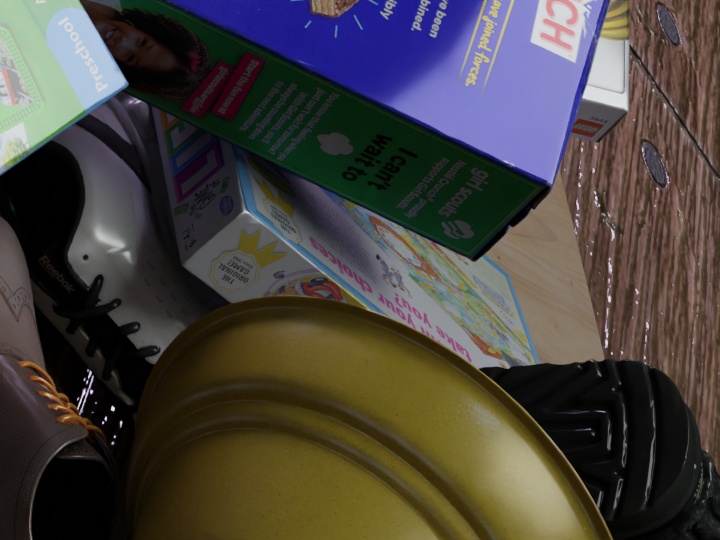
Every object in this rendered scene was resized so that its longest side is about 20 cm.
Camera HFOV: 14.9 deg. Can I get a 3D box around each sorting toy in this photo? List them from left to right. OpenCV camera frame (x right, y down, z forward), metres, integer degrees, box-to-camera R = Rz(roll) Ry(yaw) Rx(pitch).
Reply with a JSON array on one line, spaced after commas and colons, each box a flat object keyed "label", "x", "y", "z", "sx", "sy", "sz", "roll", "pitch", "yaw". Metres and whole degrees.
[{"label": "sorting toy", "x": 0.026, "y": -0.036, "z": 1.316, "sx": 0.200, "sy": 0.069, "sz": 0.200, "roll": 27, "pitch": 45, "yaw": -52}]

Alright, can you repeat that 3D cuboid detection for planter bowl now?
[{"label": "planter bowl", "x": -0.016, "y": 0.115, "z": 0.901, "sx": 0.083, "sy": 0.200, "sz": 0.201, "roll": -41, "pitch": 106, "yaw": -46}]

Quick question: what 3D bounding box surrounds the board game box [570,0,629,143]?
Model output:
[{"label": "board game box", "x": 0.014, "y": -0.134, "z": 1.102, "sx": 0.199, "sy": 0.035, "sz": 0.127, "roll": 13, "pitch": 62, "yaw": -18}]

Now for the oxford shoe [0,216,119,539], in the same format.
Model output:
[{"label": "oxford shoe", "x": -0.115, "y": 0.060, "z": 0.953, "sx": 0.071, "sy": 0.073, "sz": 0.201, "roll": 30, "pitch": 43, "yaw": -50}]

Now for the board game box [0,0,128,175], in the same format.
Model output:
[{"label": "board game box", "x": -0.187, "y": -0.071, "z": 0.870, "sx": 0.200, "sy": 0.037, "sz": 0.152, "roll": -39, "pitch": 105, "yaw": -33}]

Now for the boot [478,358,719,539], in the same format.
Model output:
[{"label": "boot", "x": 0.044, "y": 0.094, "z": 1.022, "sx": 0.158, "sy": 0.210, "sz": 0.080, "roll": 52, "pitch": 45, "yaw": -60}]

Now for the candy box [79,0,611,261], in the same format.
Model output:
[{"label": "candy box", "x": -0.007, "y": -0.126, "z": 1.023, "sx": 0.199, "sy": 0.077, "sz": 0.170, "roll": 25, "pitch": 62, "yaw": -11}]

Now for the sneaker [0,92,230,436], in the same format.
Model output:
[{"label": "sneaker", "x": -0.090, "y": 0.019, "z": 1.055, "sx": 0.201, "sy": 0.074, "sz": 0.080, "roll": 60, "pitch": 29, "yaw": 8}]

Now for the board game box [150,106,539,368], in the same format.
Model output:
[{"label": "board game box", "x": 0.000, "y": 0.000, "z": 1.093, "sx": 0.200, "sy": 0.034, "sz": 0.135, "roll": 39, "pitch": 21, "yaw": -33}]
